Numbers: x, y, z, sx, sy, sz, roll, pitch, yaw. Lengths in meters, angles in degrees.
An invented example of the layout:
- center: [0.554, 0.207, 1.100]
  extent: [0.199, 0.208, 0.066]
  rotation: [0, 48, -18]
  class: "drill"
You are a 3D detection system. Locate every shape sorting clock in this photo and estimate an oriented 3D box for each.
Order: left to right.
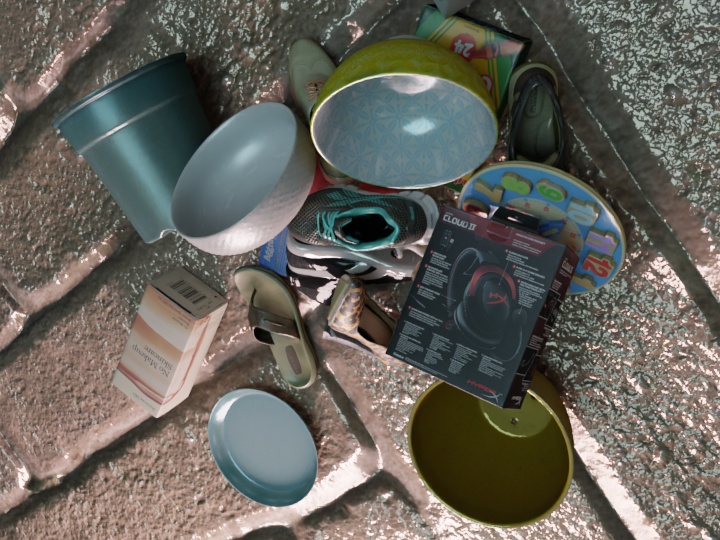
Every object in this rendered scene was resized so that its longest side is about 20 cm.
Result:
- center: [0.202, -0.042, 0.905]
  extent: [0.199, 0.039, 0.201]
  rotation: [20, 146, 15]
  class: "shape sorting clock"

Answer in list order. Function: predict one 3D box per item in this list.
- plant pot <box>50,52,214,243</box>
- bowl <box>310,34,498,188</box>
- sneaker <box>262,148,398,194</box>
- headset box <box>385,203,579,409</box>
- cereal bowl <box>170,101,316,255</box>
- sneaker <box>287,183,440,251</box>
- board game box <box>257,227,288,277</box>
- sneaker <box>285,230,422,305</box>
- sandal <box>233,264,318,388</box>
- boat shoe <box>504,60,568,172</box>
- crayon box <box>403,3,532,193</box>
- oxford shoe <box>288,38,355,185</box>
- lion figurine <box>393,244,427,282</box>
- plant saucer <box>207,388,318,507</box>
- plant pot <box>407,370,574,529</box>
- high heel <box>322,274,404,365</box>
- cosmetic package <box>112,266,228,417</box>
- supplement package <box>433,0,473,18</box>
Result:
- center: [-0.274, -0.156, 1.071]
  extent: [0.199, 0.200, 0.197]
  rotation: [-21, 105, 30]
  class: "plant pot"
- center: [0.048, -0.188, 0.865]
  extent: [0.199, 0.200, 0.109]
  rotation: [-13, 59, 29]
  class: "bowl"
- center: [-0.044, -0.114, 1.007]
  extent: [0.198, 0.074, 0.088]
  rotation: [8, 108, 19]
  class: "sneaker"
- center: [0.136, 0.029, 0.865]
  extent: [0.148, 0.075, 0.201]
  rotation: [21, 90, 28]
  class: "headset box"
- center: [-0.129, -0.100, 0.955]
  extent: [0.199, 0.201, 0.083]
  rotation: [-19, 140, 30]
  class: "cereal bowl"
- center: [-0.012, -0.058, 0.912]
  extent: [0.199, 0.091, 0.078]
  rotation: [-1, 103, 32]
  class: "sneaker"
- center: [-0.078, -0.081, 1.086]
  extent: [0.102, 0.019, 0.201]
  rotation: [21, 114, 16]
  class: "board game box"
- center: [0.000, 0.000, 1.049]
  extent: [0.198, 0.073, 0.112]
  rotation: [10, 136, 2]
  class: "sneaker"
- center: [-0.122, 0.083, 1.137]
  extent: [0.079, 0.057, 0.202]
  rotation: [-19, 101, 35]
  class: "sandal"
- center: [0.195, -0.127, 0.890]
  extent: [0.073, 0.065, 0.201]
  rotation: [-6, 118, 14]
  class: "boat shoe"
- center: [0.105, -0.195, 0.940]
  extent: [0.126, 0.051, 0.201]
  rotation: [26, 117, 16]
  class: "crayon box"
- center: [-0.042, -0.207, 0.969]
  extent: [0.070, 0.074, 0.201]
  rotation: [-21, 75, -2]
  class: "oxford shoe"
- center: [0.124, 0.022, 0.969]
  extent: [0.122, 0.072, 0.201]
  rotation: [-21, 104, -10]
  class: "lion figurine"
- center: [-0.148, 0.271, 1.233]
  extent: [0.199, 0.027, 0.202]
  rotation: [9, 110, 25]
  class: "plant saucer"
- center: [0.175, 0.190, 0.979]
  extent: [0.198, 0.142, 0.202]
  rotation: [8, 109, 24]
  class: "plant pot"
- center: [0.030, 0.064, 1.000]
  extent: [0.141, 0.072, 0.200]
  rotation: [17, 157, -1]
  class: "high heel"
- center: [-0.293, 0.110, 1.217]
  extent: [0.103, 0.087, 0.201]
  rotation: [32, 118, 12]
  class: "cosmetic package"
- center: [0.087, -0.391, 0.825]
  extent: [0.117, 0.117, 0.201]
  rotation: [-32, 90, 3]
  class: "supplement package"
